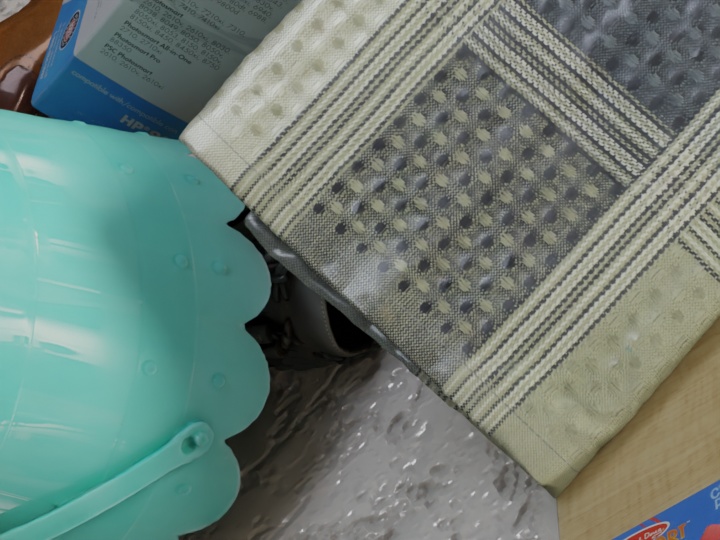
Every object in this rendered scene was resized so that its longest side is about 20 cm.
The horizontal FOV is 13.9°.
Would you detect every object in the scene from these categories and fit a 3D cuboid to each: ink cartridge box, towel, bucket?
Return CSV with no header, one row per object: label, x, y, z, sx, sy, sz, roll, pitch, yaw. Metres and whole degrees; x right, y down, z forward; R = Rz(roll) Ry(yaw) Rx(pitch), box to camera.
ink cartridge box,-0.047,-0.143,1.191,0.200,0.068,0.117,-43,26,43
towel,0.063,-0.053,1.015,0.192,0.035,0.200,43,89,16
bucket,-0.146,0.031,1.134,0.207,0.134,0.209,-17,67,48

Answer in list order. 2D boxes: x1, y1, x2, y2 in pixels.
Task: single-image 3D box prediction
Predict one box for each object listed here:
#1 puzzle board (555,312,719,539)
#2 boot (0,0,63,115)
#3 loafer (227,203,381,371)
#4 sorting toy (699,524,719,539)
puzzle board,0.147,0.036,0.949,0.199,0.017,0.151,-32,33,23
boot,-0.156,-0.090,1.469,0.200,0.069,0.188,-39,22,-2
loafer,0.000,0.000,1.129,0.199,0.072,0.063,-25,41,28
sorting toy,0.122,0.157,0.773,0.199,0.070,0.200,-3,50,50
